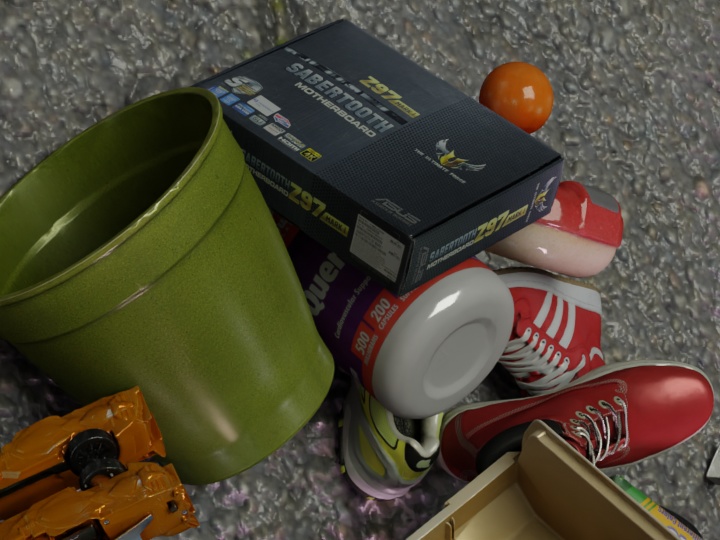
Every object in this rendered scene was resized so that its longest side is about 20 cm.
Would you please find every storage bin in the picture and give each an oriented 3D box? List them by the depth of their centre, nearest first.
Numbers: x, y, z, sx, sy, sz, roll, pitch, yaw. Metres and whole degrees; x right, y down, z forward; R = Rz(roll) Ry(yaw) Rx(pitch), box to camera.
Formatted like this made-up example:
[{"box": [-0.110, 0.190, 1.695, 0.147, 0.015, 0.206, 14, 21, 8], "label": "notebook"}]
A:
[{"box": [0.093, 0.219, 1.587, 0.200, 0.094, 0.198, -36, 60, -24], "label": "storage bin"}]

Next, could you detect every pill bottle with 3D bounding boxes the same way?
[{"box": [0.000, 0.000, 1.736, 0.112, 0.113, 0.200, -18, 47, -40], "label": "pill bottle"}]

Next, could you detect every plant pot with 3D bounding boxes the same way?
[{"box": [-0.119, 0.024, 1.651, 0.193, 0.200, 0.201, 55, 50, -24], "label": "plant pot"}]

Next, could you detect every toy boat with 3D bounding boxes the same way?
[{"box": [0.094, -0.080, 1.822, 0.130, 0.199, 0.131, 14, 94, -56], "label": "toy boat"}]

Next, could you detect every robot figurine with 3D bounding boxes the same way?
[{"box": [-0.201, 0.151, 1.545, 0.199, 0.145, 0.058, -26, 130, -3], "label": "robot figurine"}]

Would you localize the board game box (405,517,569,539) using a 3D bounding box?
[{"box": [0.081, 0.253, 1.674, 0.062, 0.199, 0.200, 73, 8, -49], "label": "board game box"}]

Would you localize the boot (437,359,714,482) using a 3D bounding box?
[{"box": [0.162, 0.111, 1.767, 0.199, 0.144, 0.073, -12, 97, -14], "label": "boot"}]

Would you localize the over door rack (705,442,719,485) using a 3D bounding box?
[{"box": [0.344, 0.214, 1.943, 0.148, 0.200, 0.067, 34, 93, -23], "label": "over door rack"}]

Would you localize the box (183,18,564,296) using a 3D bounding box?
[{"box": [0.007, -0.077, 1.701, 0.200, 0.051, 0.157, 35, 41, 27], "label": "box"}]

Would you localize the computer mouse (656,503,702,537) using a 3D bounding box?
[{"box": [0.165, 0.177, 1.903, 0.200, 0.034, 0.059, 27, 51, -19], "label": "computer mouse"}]

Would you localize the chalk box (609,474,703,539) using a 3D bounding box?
[{"box": [0.151, 0.263, 1.796, 0.125, 0.124, 0.200, 37, 55, -21], "label": "chalk box"}]

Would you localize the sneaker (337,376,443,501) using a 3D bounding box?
[{"box": [0.028, 0.054, 1.809, 0.075, 0.076, 0.201, 6, 69, -34], "label": "sneaker"}]

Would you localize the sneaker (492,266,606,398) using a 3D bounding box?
[{"box": [0.119, 0.063, 1.855, 0.200, 0.071, 0.113, 9, 69, -55], "label": "sneaker"}]
